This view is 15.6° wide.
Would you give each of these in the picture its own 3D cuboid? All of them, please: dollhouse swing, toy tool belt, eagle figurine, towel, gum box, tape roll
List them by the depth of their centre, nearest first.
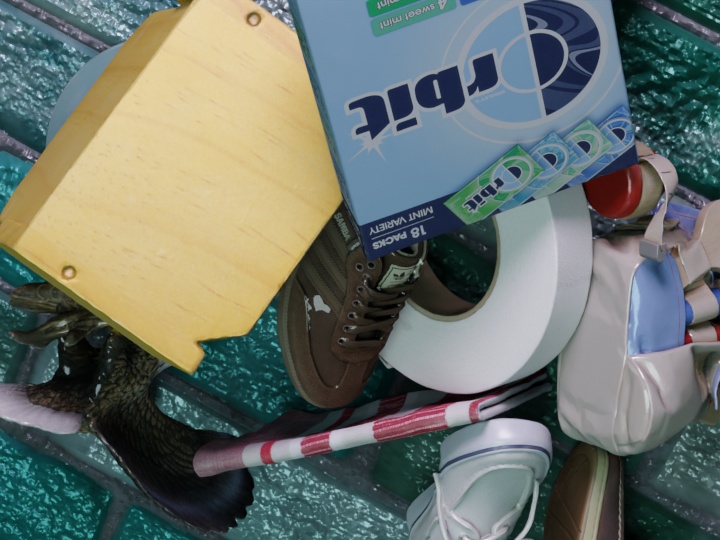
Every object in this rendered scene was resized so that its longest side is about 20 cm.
[{"bbox_3d":[0.057,-0.116,1.455,0.169,0.045,0.200,-20,132,-5],"label":"gum box"},{"bbox_3d":[-0.109,-0.055,1.602,0.182,0.176,0.200,35,82,1],"label":"dollhouse swing"},{"bbox_3d":[0.187,0.011,1.609,0.125,0.123,0.201,22,116,48],"label":"toy tool belt"},{"bbox_3d":[0.057,-0.023,1.619,0.202,0.037,0.203,16,114,42],"label":"tape roll"},{"bbox_3d":[0.009,0.095,1.677,0.199,0.144,0.023,-13,92,24],"label":"towel"},{"bbox_3d":[-0.156,0.085,1.697,0.150,0.152,0.200,-8,135,1],"label":"eagle figurine"}]

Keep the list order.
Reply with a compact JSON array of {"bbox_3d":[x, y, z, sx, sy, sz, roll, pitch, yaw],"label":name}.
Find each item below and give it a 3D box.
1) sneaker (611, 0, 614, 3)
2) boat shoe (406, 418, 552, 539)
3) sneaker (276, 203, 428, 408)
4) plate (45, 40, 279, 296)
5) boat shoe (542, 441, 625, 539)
[{"bbox_3d":[0.101,-0.218,1.498,0.077,0.146,0.203,36,146,38],"label":"sneaker"},{"bbox_3d":[0.073,0.165,1.665,0.074,0.086,0.202,4,153,-16],"label":"boat shoe"},{"bbox_3d":[0.000,0.000,1.601,0.075,0.070,0.201,31,122,50],"label":"sneaker"},{"bbox_3d":[-0.120,-0.056,1.724,0.200,0.026,0.201,8,115,17],"label":"plate"},{"bbox_3d":[0.161,0.207,1.723,0.072,0.072,0.201,1,104,-14],"label":"boat shoe"}]
